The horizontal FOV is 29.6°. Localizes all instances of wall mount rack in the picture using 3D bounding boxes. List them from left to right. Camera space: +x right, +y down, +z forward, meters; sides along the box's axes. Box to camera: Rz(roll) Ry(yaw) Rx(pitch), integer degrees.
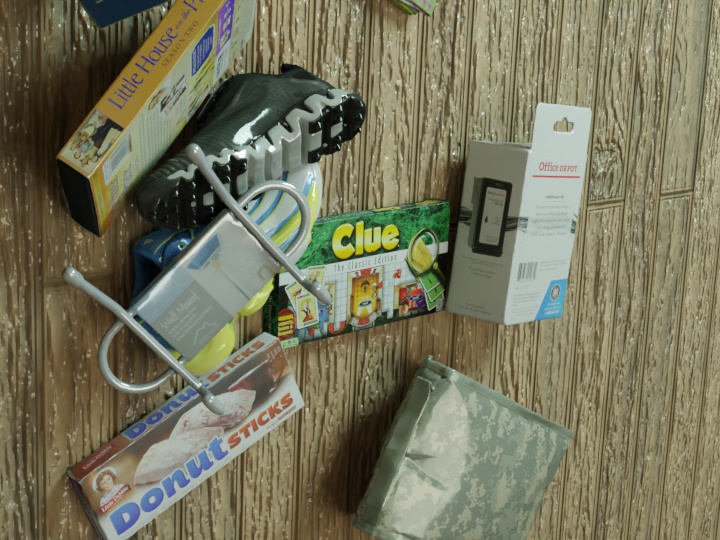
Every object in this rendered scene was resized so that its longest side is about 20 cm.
[{"bbox_3d":[-0.117,0.003,0.965,0.200,0.075,0.174,-46,122,-6],"label":"wall mount rack"}]

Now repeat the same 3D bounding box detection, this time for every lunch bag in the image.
[{"bbox_3d":[0.080,0.180,1.244,0.200,0.117,0.165,32,81,-48],"label":"lunch bag"}]

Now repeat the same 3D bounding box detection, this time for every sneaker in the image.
[{"bbox_3d":[-0.108,-0.020,1.043,0.105,0.076,0.201,35,78,-42],"label":"sneaker"},{"bbox_3d":[-0.096,-0.099,1.030,0.200,0.090,0.067,-32,149,-28],"label":"sneaker"}]

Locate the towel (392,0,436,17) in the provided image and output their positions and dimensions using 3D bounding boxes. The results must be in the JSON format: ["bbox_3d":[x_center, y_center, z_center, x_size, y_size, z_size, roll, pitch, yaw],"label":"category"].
[{"bbox_3d":[0.013,-0.310,1.112,0.200,0.023,0.144,24,84,-44],"label":"towel"}]

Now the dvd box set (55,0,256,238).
[{"bbox_3d":[-0.138,-0.126,0.954,0.029,0.146,0.200,33,75,2],"label":"dvd box set"}]

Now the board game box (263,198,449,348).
[{"bbox_3d":[0.000,0.000,1.186,0.199,0.023,0.105,-12,108,-40],"label":"board game box"}]

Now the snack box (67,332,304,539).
[{"bbox_3d":[-0.135,0.133,1.089,0.200,0.024,0.072,-35,124,-26],"label":"snack box"}]

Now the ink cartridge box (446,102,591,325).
[{"bbox_3d":[0.148,-0.057,1.262,0.116,0.068,0.201,-4,105,-55],"label":"ink cartridge box"}]

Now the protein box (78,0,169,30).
[{"bbox_3d":[-0.121,-0.293,0.843,0.199,0.199,0.135,56,27,-37],"label":"protein box"}]
